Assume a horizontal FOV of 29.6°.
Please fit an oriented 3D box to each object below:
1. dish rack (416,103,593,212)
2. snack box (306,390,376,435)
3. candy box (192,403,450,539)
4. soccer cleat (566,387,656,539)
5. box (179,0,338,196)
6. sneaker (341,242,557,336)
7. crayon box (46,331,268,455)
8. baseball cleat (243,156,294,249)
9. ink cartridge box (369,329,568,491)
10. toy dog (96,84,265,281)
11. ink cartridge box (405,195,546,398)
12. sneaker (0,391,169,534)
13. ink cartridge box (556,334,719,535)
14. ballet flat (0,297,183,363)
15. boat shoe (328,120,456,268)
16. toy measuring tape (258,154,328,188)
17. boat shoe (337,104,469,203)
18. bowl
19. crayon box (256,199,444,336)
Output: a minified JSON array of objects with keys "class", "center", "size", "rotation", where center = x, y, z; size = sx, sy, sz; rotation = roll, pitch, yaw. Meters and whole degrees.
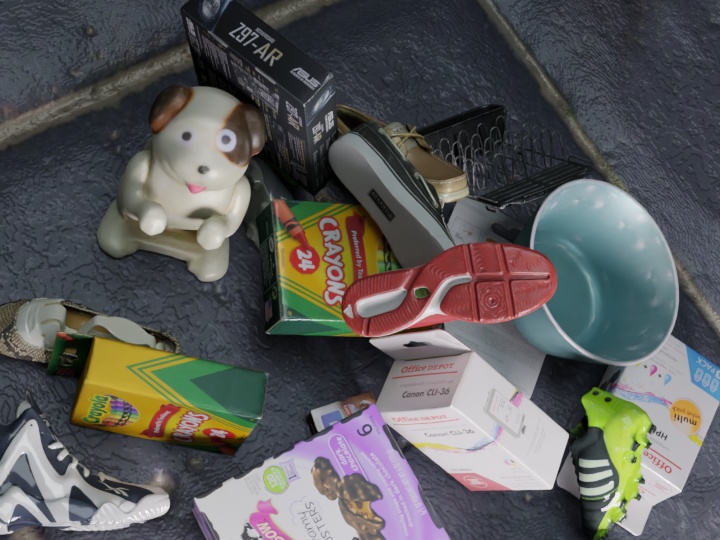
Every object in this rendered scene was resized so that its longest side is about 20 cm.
[{"class":"dish rack","center":[0.149,-0.123,1.493],"size":[0.153,0.200,0.055],"rotation":[-24,118,-27]},{"class":"snack box","center":[0.014,0.226,1.374],"size":[0.072,0.024,0.200],"rotation":[-16,74,-21]},{"class":"candy box","center":[-0.037,0.250,1.302],"size":[0.200,0.072,0.168],"rotation":[-26,77,-16]},{"class":"soccer cleat","center":[0.246,0.197,1.385],"size":[0.081,0.200,0.067],"rotation":[35,52,30]},{"class":"box","center":[-0.095,-0.174,1.343],"size":[0.160,0.200,0.044],"rotation":[38,74,16]},{"class":"sneaker","center":[0.086,0.015,1.293],"size":[0.200,0.116,0.079],"rotation":[-6,91,8]},{"class":"crayon box","center":[-0.199,0.118,1.293],"size":[0.200,0.127,0.051],"rotation":[13,64,-12]},{"class":"baseball cleat","center":[-0.062,-0.034,1.448],"size":[0.106,0.070,0.200],"rotation":[-16,80,-35]},{"class":"ink cartridge box","center":[0.097,0.141,1.346],"size":[0.200,0.116,0.068],"rotation":[41,58,-28]},{"class":"toy dog","center":[-0.161,-0.103,1.359],"size":[0.139,0.200,0.194],"rotation":[24,62,-8]},{"class":"ink cartridge box","center":[0.137,0.032,1.494],"size":[0.162,0.050,0.200],"rotation":[28,56,-5]},{"class":"sneaker","center":[-0.279,0.176,1.266],"size":[0.199,0.079,0.130],"rotation":[-1,76,-8]},{"class":"ink cartridge box","center":[0.307,0.170,1.473],"size":[0.115,0.068,0.200],"rotation":[33,62,-2]},{"class":"ballet flat","center":[-0.268,0.060,1.323],"size":[0.200,0.075,0.068],"rotation":[13,65,-13]},{"class":"boat shoe","center":[0.053,-0.062,1.351],"size":[0.064,0.071,0.200],"rotation":[-37,92,-36]},{"class":"toy measuring tape","center":[-0.094,-0.159,1.489],"size":[0.073,0.074,0.200],"rotation":[-30,64,-27]},{"class":"boat shoe","center":[0.032,-0.126,1.451],"size":[0.200,0.067,0.074],"rotation":[23,32,35]},{"class":"bowl","center":[0.229,0.014,1.441],"size":[0.200,0.105,0.201],"rotation":[11,69,-28]},{"class":"crayon box","center":[0.000,0.000,1.383],"size":[0.200,0.051,0.127],"rotation":[2,70,-24]}]
